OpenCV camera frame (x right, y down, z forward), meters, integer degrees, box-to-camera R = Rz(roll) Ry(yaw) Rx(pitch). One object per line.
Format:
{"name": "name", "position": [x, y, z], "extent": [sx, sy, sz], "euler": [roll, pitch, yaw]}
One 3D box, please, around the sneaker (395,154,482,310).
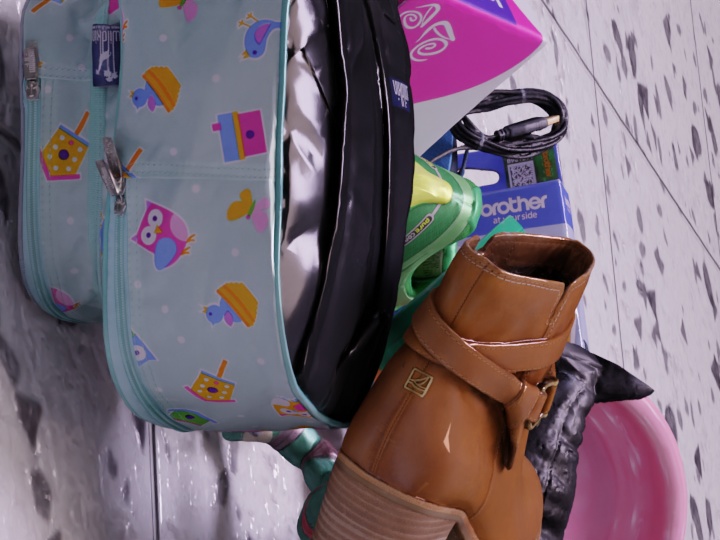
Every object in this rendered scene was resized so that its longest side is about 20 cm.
{"name": "sneaker", "position": [0.000, 0.000, 1.377], "extent": [0.200, 0.083, 0.074], "euler": [138, -37, -65]}

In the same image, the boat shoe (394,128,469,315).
{"name": "boat shoe", "position": [0.009, -0.005, 1.563], "extent": [0.069, 0.084, 0.200], "euler": [66, 37, -60]}

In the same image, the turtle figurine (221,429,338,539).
{"name": "turtle figurine", "position": [-0.014, 0.133, 1.344], "extent": [0.200, 0.100, 0.150], "euler": [61, 26, -64]}

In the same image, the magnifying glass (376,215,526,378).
{"name": "magnifying glass", "position": [0.019, 0.027, 1.309], "extent": [0.022, 0.200, 0.080], "euler": [48, 60, 2]}

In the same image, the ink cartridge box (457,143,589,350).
{"name": "ink cartridge box", "position": [0.065, 0.027, 1.617], "extent": [0.042, 0.119, 0.201], "euler": [49, 34, -72]}

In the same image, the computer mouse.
{"name": "computer mouse", "position": [0.034, -0.056, 1.519], "extent": [0.059, 0.200, 0.034], "euler": [54, -33, 13]}

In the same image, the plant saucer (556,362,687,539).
{"name": "plant saucer", "position": [0.074, 0.133, 1.524], "extent": [0.051, 0.200, 0.201], "euler": [35, -33, 60]}

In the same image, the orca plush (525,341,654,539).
{"name": "orca plush", "position": [0.090, 0.140, 1.457], "extent": [0.200, 0.071, 0.105], "euler": [-53, 129, -9]}

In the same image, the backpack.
{"name": "backpack", "position": [-0.056, -0.031, 1.185], "extent": [0.176, 0.153, 0.201], "euler": [25, 58, -76]}

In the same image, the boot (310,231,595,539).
{"name": "boot", "position": [0.057, 0.054, 1.224], "extent": [0.155, 0.074, 0.200], "euler": [-66, 164, 14]}

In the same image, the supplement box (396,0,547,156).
{"name": "supplement box", "position": [-0.013, -0.161, 1.357], "extent": [0.101, 0.103, 0.200], "euler": [17, 42, -50]}
